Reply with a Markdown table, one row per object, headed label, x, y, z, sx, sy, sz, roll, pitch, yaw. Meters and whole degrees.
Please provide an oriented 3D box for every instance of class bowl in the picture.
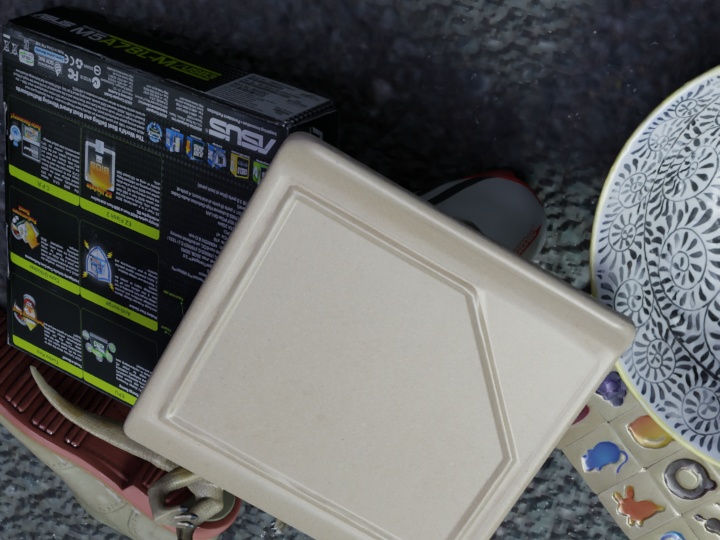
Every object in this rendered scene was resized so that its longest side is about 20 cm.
| label | x | y | z | sx | sy | sz | roll | pitch | yaw |
| --- | --- | --- | --- | --- | --- | --- | --- | --- | --- |
| bowl | 0.213 | -0.009 | 0.787 | 0.199 | 0.094 | 0.203 | 6 | 107 | 20 |

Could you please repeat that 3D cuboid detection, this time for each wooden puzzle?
| label | x | y | z | sx | sy | sz | roll | pitch | yaw |
| --- | --- | --- | --- | --- | --- | --- | --- | --- | --- |
| wooden puzzle | 0.005 | 0.050 | 0.808 | 0.184 | 0.037 | 0.201 | 29 | 120 | -6 |

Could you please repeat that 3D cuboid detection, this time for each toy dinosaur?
| label | x | y | z | sx | sy | sz | roll | pitch | yaw |
| --- | --- | --- | --- | --- | --- | --- | --- | --- | --- |
| toy dinosaur | -0.088 | 0.107 | 0.936 | 0.198 | 0.102 | 0.059 | 3 | 137 | -1 |

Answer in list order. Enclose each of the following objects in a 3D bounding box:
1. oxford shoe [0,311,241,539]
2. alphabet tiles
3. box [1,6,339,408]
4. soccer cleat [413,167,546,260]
| label | x | y | z | sx | sy | sz | roll | pitch | yaw |
| --- | --- | --- | --- | --- | --- | --- | --- | --- | --- |
| oxford shoe | -0.165 | 0.102 | 0.980 | 0.199 | 0.070 | 0.075 | 39 | 134 | 4 |
| alphabet tiles | 0.190 | 0.081 | 0.894 | 0.166 | 0.006 | 0.200 | -34 | 101 | 28 |
| box | -0.105 | -0.018 | 0.881 | 0.199 | 0.047 | 0.195 | 21 | 122 | 32 |
| soccer cleat | 0.000 | 0.000 | 0.870 | 0.198 | 0.085 | 0.069 | -14 | 110 | 22 |
